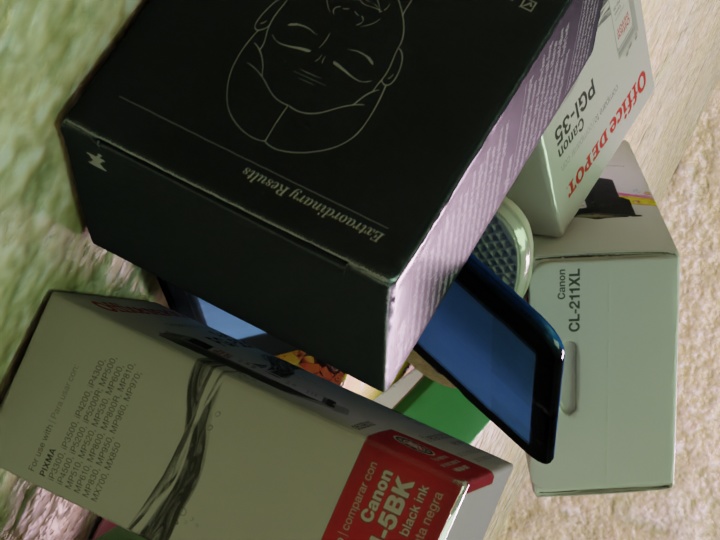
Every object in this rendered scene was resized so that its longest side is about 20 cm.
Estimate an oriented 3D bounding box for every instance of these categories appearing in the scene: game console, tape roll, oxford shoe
[{"bbox_3d":[-0.001,0.037,0.972,0.200,0.170,0.118,80,-5,-68],"label":"game console"},{"bbox_3d":[0.017,0.103,1.327,0.200,0.048,0.200,-40,-169,9],"label":"tape roll"},{"bbox_3d":[0.058,0.000,1.074,0.058,0.075,0.200,-50,168,-22],"label":"oxford shoe"}]

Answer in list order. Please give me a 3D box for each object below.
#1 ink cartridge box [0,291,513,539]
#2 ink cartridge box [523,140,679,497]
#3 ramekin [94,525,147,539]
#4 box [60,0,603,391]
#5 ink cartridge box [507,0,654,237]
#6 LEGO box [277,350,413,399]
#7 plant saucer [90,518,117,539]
[{"bbox_3d":[-0.045,0.085,0.895,0.083,0.200,0.147,-67,168,2],"label":"ink cartridge box"},{"bbox_3d":[0.130,0.023,1.167,0.200,0.083,0.146,-93,-179,-68],"label":"ink cartridge box"},{"bbox_3d":[-0.089,0.215,0.991,0.200,0.098,0.200,-30,133,-38],"label":"ramekin"},{"bbox_3d":[-0.004,-0.079,0.837,0.200,0.148,0.107,-57,166,-23],"label":"box"},{"bbox_3d":[0.085,-0.140,1.073,0.147,0.083,0.200,-54,141,-38],"label":"ink cartridge box"},{"bbox_3d":[0.000,0.000,1.187,0.149,0.077,0.200,-67,167,17],"label":"LEGO box"},{"bbox_3d":[-0.106,0.164,1.163,0.201,0.051,0.201,-57,167,-21],"label":"plant saucer"}]
